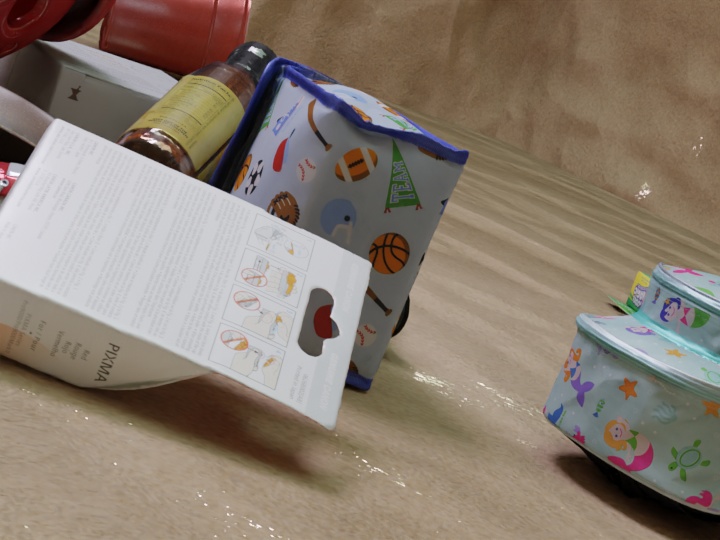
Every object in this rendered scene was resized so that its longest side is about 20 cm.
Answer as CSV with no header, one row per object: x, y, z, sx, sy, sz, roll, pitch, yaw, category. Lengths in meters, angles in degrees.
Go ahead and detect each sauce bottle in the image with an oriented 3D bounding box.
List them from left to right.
-0.108,-0.102,1.167,0.065,0.067,0.200,22,32,9,sauce bottle

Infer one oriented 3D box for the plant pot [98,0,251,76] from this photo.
-0.273,-0.373,2.460,0.193,0.203,0.201,10,12,-14,plant pot

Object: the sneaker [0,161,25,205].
-0.236,-0.044,0.981,0.198,0.072,0.112,17,3,26,sneaker

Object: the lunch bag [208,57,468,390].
-0.038,-0.042,1.114,0.123,0.172,0.200,22,9,-22,lunch bag

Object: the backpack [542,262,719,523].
0.222,0.084,1.082,0.199,0.152,0.177,5,19,-44,backpack

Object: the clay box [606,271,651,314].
0.379,0.055,1.871,0.198,0.048,0.115,20,9,-12,clay box

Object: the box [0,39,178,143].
-0.203,-0.105,1.294,0.151,0.107,0.200,16,10,-29,box

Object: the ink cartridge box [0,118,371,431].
-0.100,0.011,0.899,0.198,0.050,0.163,26,32,-8,ink cartridge box

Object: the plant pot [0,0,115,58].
-0.272,-0.240,1.161,0.199,0.203,0.182,27,29,32,plant pot

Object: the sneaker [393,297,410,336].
0.000,0.000,1.260,0.089,0.071,0.200,11,11,-33,sneaker

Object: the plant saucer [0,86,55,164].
-0.247,-0.087,1.087,0.198,0.032,0.200,20,-16,6,plant saucer
